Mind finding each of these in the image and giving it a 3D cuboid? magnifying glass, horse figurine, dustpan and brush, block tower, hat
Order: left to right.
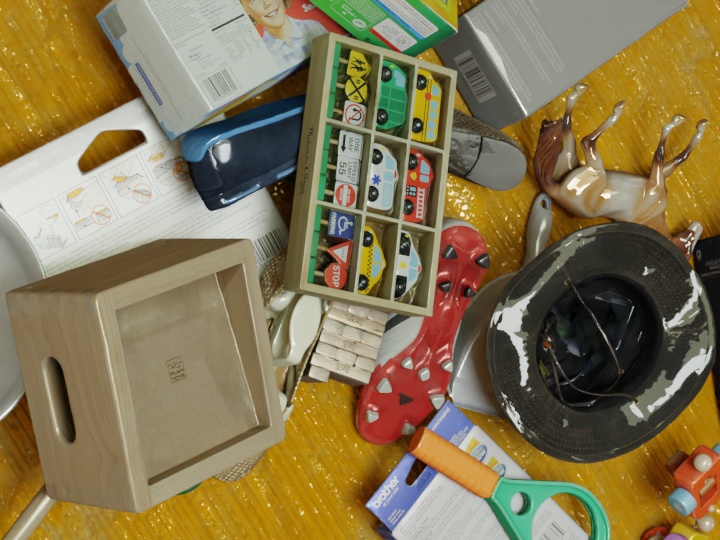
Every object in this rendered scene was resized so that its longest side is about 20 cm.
[{"bbox_3d":[0.000,0.000,1.336,0.058,0.054,0.201,20,78,-16],"label":"block tower"},{"bbox_3d":[0.124,0.187,1.330,0.200,0.022,0.080,33,74,-17],"label":"magnifying glass"},{"bbox_3d":[0.147,0.030,1.392,0.139,0.057,0.201,16,86,-21],"label":"dustpan and brush"},{"bbox_3d":[0.188,0.057,1.335,0.199,0.081,0.202,0,92,-12],"label":"hat"},{"bbox_3d":[0.224,-0.084,1.415,0.199,0.050,0.133,12,108,-25],"label":"horse figurine"}]

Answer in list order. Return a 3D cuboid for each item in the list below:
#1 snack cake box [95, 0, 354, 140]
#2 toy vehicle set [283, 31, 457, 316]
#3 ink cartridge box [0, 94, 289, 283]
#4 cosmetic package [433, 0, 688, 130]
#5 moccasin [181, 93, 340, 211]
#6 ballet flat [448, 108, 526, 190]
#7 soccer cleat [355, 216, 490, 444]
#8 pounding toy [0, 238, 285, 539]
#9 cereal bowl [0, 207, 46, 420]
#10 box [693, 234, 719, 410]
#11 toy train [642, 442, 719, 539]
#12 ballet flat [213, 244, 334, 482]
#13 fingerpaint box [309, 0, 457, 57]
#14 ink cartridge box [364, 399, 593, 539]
[{"bbox_3d":[-0.096,-0.200,1.285,0.200,0.067,0.115,-34,94,-40],"label":"snack cake box"},{"bbox_3d":[0.009,-0.072,1.264,0.124,0.026,0.201,11,81,-32],"label":"toy vehicle set"},{"bbox_3d":[-0.172,-0.038,1.284,0.199,0.045,0.177,-30,95,-21],"label":"ink cartridge box"},{"bbox_3d":[0.173,-0.217,1.407,0.200,0.090,0.107,-34,95,-23],"label":"cosmetic package"},{"bbox_3d":[-0.057,-0.098,1.289,0.199,0.080,0.069,-19,108,-32],"label":"moccasin"},{"bbox_3d":[0.052,-0.126,1.378,0.199,0.046,0.068,24,108,-10],"label":"ballet flat"},{"bbox_3d":[0.046,0.048,1.343,0.068,0.085,0.201,17,103,-21],"label":"soccer cleat"},{"bbox_3d":[-0.173,0.095,1.185,0.184,0.142,0.201,-22,107,-47],"label":"pounding toy"},{"bbox_3d":[-0.332,0.036,1.198,0.199,0.083,0.201,2,83,-20],"label":"cereal bowl"},{"bbox_3d":[0.420,0.052,1.442,0.199,0.123,0.200,-7,85,-18],"label":"box"},{"bbox_3d":[0.239,0.232,1.367,0.200,0.056,0.151,-44,143,-17],"label":"toy train"},{"bbox_3d":[-0.072,0.076,1.273,0.070,0.065,0.201,16,93,-26],"label":"ballet flat"},{"bbox_3d":[-0.012,-0.286,1.286,0.200,0.073,0.168,33,44,-37],"label":"fingerpaint box"},{"bbox_3d":[0.099,0.216,1.349,0.200,0.042,0.119,46,72,-16],"label":"ink cartridge box"}]
